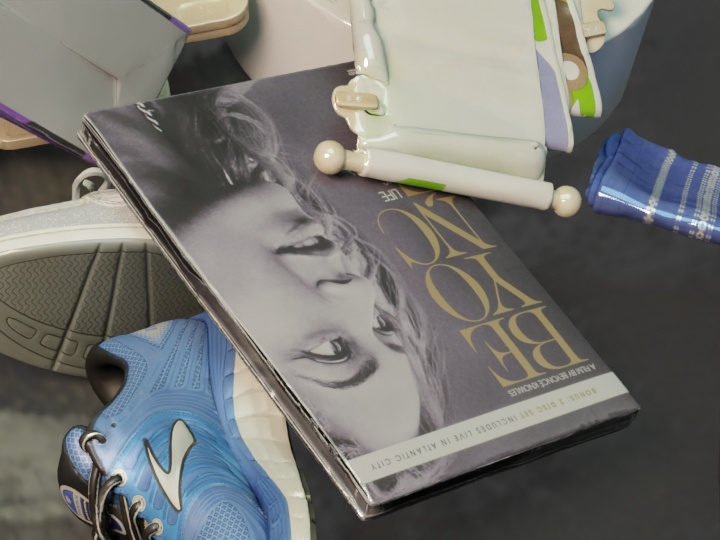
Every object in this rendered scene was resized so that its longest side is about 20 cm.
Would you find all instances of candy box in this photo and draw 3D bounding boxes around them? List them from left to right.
[{"bbox_3d":[-0.193,-0.126,1.019,0.200,0.168,0.072,26,88,27],"label":"candy box"}]

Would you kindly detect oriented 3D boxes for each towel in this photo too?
[{"bbox_3d":[0.195,-0.020,1.094,0.199,0.024,0.145,14,11,7],"label":"towel"}]

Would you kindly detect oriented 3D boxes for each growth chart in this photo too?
[{"bbox_3d":[0.046,-0.113,1.089,0.144,0.018,0.201,15,58,-26],"label":"growth chart"}]

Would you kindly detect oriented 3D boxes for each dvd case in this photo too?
[{"bbox_3d":[0.000,0.000,1.005,0.148,0.016,0.200,-15,58,-42],"label":"dvd case"}]

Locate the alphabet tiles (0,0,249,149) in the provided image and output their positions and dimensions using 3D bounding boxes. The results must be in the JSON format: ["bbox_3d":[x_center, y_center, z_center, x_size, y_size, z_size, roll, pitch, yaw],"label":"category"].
[{"bbox_3d":[-0.152,-0.122,1.137,0.199,0.015,0.196,-12,49,-3],"label":"alphabet tiles"}]

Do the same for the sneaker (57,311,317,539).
[{"bbox_3d":[-0.065,0.095,0.951,0.089,0.079,0.200,-6,40,-9],"label":"sneaker"}]

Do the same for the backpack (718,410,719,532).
[{"bbox_3d":[0.242,0.086,0.992,0.199,0.154,0.163,-3,38,10],"label":"backpack"}]

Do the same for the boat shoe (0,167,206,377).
[{"bbox_3d":[-0.071,-0.007,1.043,0.201,0.075,0.065,-7,43,-25],"label":"boat shoe"}]

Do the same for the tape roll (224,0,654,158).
[{"bbox_3d":[0.036,-0.140,1.195,0.202,0.071,0.203,7,46,-7],"label":"tape roll"}]
